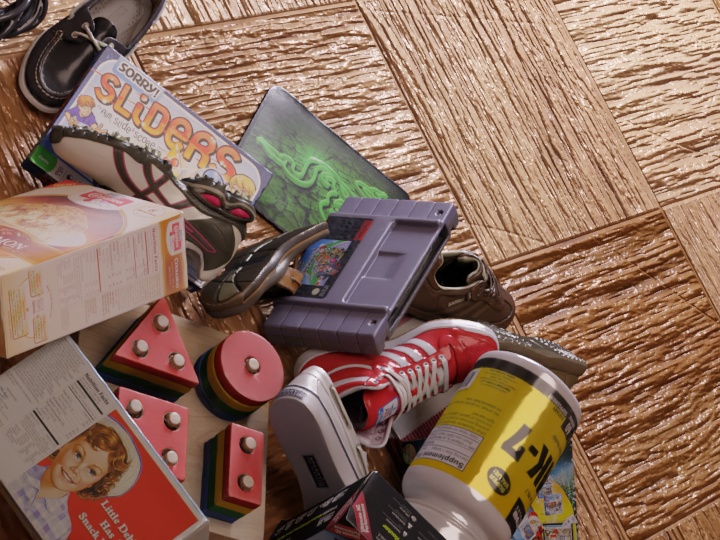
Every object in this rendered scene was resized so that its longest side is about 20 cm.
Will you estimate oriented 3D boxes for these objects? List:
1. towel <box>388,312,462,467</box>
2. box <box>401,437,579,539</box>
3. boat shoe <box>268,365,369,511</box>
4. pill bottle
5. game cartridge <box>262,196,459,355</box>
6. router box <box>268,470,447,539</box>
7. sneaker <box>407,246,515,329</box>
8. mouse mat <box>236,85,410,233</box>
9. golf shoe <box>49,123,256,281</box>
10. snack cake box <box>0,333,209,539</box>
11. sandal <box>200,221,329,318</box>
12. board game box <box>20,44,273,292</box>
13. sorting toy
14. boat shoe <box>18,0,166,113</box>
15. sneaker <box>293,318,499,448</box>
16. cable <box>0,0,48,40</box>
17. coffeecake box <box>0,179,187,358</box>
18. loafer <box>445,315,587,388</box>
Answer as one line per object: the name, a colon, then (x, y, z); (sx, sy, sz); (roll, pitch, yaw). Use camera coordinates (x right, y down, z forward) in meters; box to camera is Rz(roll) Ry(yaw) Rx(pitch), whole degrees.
towel: (0.057, 0.119, 1.820); (0.144, 0.023, 0.201); (-30, 88, -48)
box: (0.129, 0.233, 1.776); (0.199, 0.038, 0.138); (5, 77, -39)
boat shoe: (-0.023, 0.179, 1.644); (0.066, 0.072, 0.201); (-49, 123, -47)
pill bottle: (0.108, 0.183, 1.667); (0.114, 0.114, 0.201); (41, 65, -13)
game cartridge: (0.000, 0.000, 1.768); (0.200, 0.129, 0.039); (-58, 146, -41)
router box: (0.025, 0.282, 1.599); (0.200, 0.150, 0.062); (44, 48, -9)
sneaker: (0.110, 0.021, 1.867); (0.199, 0.075, 0.071); (12, 54, -48)
mouse mat: (-0.041, -0.083, 1.869); (0.200, 0.008, 0.161); (40, 46, -17)
golf shoe: (-0.193, -0.065, 1.627); (0.199, 0.077, 0.089); (27, 88, -14)
snack cake box: (-0.223, 0.164, 1.456); (0.115, 0.067, 0.200); (-34, 73, -17)
sandal: (-0.085, 0.008, 1.715); (0.055, 0.081, 0.200); (68, 25, -15)
board game box: (-0.195, -0.092, 1.689); (0.200, 0.034, 0.136); (37, 69, -17)
sorting toy: (-0.155, 0.120, 1.602); (0.199, 0.069, 0.200); (21, 53, -29)
boat shoe: (-0.249, -0.221, 1.735); (0.074, 0.060, 0.200); (51, 44, -9)
sneaker: (0.044, 0.106, 1.705); (0.198, 0.072, 0.113); (-10, 27, -9)
cable: (-0.375, -0.293, 1.688); (0.199, 0.051, 0.164); (33, 43, -18)
coffeecake box: (-0.267, -0.006, 1.519); (0.199, 0.153, 0.074); (-23, 119, -46)
loafer: (0.151, 0.098, 1.863); (0.199, 0.076, 0.068); (17, 99, -36)
